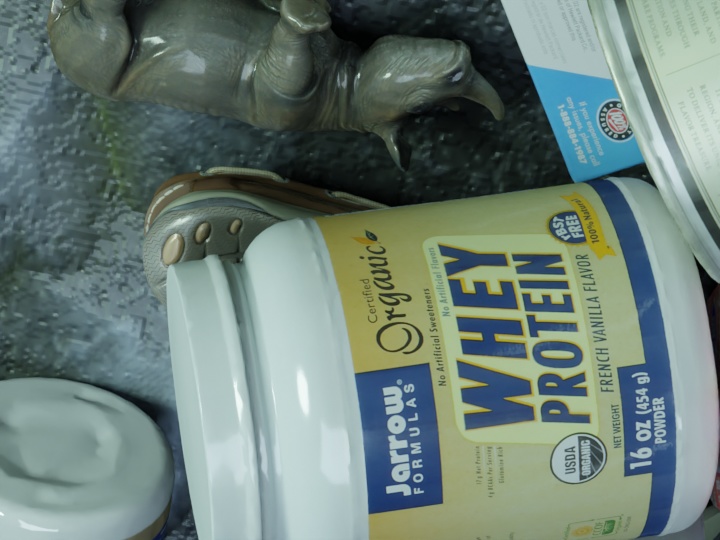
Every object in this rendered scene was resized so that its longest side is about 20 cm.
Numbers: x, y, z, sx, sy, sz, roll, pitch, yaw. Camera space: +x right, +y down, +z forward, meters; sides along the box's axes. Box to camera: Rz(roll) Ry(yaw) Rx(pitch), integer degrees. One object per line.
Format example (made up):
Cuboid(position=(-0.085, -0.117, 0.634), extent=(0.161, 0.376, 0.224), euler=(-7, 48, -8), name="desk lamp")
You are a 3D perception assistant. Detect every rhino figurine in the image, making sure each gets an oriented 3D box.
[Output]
Cuboid(position=(-0.036, -0.092, 1.188), extent=(0.199, 0.060, 0.088), euler=(14, 141, -6), name="rhino figurine")

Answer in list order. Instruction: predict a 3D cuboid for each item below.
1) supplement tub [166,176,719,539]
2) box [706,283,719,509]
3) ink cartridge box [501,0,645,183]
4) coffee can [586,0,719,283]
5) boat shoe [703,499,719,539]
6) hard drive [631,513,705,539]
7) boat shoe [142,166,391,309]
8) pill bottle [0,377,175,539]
Cuboid(position=(0.029, 0.045, 1.144), extent=(0.199, 0.145, 0.145), euler=(-8, 122, -8), name="supplement tub")
Cuboid(position=(0.192, 0.051, 1.174), extent=(0.102, 0.200, 0.095), euler=(-2, 87, 6), name="box")
Cuboid(position=(0.159, -0.125, 1.152), extent=(0.199, 0.068, 0.116), euler=(-17, 118, 14), name="ink cartridge box")
Cuboid(position=(0.196, -0.097, 1.041), extent=(0.199, 0.147, 0.147), euler=(-22, 118, 15), name="coffee can")
Cuboid(position=(0.075, 0.149, 1.322), extent=(0.201, 0.063, 0.074), euler=(-34, 159, 8), name="boat shoe")
Cuboid(position=(0.080, 0.117, 1.228), extent=(0.131, 0.200, 0.026), euler=(5, 123, 1), name="hard drive")
Cuboid(position=(0.000, 0.000, 1.239), extent=(0.199, 0.072, 0.076), euler=(21, 111, -21), name="boat shoe")
Cuboid(position=(-0.151, 0.158, 1.320), extent=(0.110, 0.111, 0.201), euler=(10, 122, -3), name="pill bottle")
